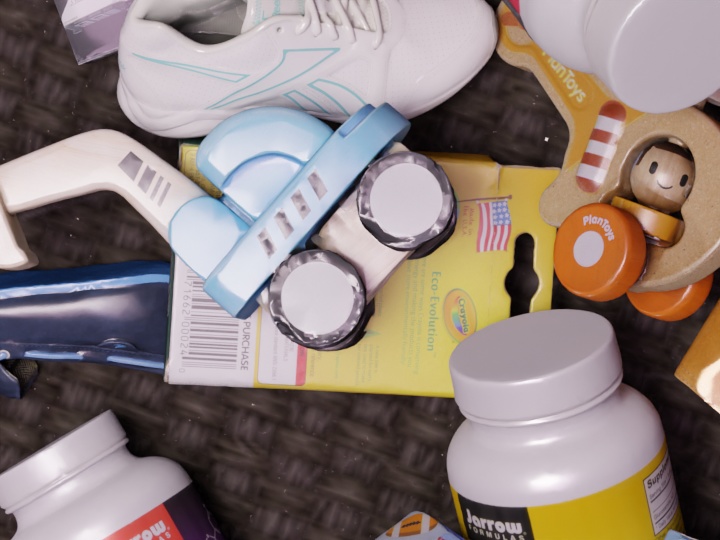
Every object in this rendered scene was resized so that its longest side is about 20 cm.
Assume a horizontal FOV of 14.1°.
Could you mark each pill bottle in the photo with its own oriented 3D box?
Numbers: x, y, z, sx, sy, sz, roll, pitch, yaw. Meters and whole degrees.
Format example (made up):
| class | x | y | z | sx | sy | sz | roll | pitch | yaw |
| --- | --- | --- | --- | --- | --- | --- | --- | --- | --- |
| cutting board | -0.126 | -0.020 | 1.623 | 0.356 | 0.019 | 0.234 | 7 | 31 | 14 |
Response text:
| class | x | y | z | sx | sy | sz | roll | pitch | yaw |
| --- | --- | --- | --- | --- | --- | --- | --- | --- | --- |
| pill bottle | 0.107 | 0.127 | 1.476 | 0.112 | 0.113 | 0.201 | -10 | 111 | 11 |
| pill bottle | 0.111 | -0.165 | 1.412 | 0.111 | 0.111 | 0.200 | -46 | 45 | 12 |
| pill bottle | -0.115 | 0.179 | 1.546 | 0.112 | 0.112 | 0.200 | -30 | 91 | 13 |

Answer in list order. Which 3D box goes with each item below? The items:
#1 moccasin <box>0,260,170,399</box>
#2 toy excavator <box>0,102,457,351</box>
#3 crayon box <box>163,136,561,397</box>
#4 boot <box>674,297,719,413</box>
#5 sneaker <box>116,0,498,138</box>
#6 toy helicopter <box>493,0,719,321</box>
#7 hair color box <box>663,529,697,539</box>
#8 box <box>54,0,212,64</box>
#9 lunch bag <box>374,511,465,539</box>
| class | x | y | z | sx | sy | sz | roll | pitch | yaw |
| --- | --- | --- | --- | --- | --- | --- | --- | --- | --- |
| moccasin | -0.188 | 0.039 | 1.560 | 0.199 | 0.080 | 0.068 | -4 | 101 | 12 |
| toy excavator | -0.076 | -0.034 | 1.446 | 0.200 | 0.100 | 0.195 | 42 | 91 | 5 |
| crayon box | 0.000 | 0.000 | 1.519 | 0.199 | 0.051 | 0.127 | 4 | 97 | -4 |
| boot | 0.207 | -0.001 | 1.480 | 0.201 | 0.071 | 0.144 | 44 | 93 | -5 |
| sneaker | -0.027 | -0.117 | 1.484 | 0.200 | 0.080 | 0.071 | -9 | 57 | -5 |
| toy helicopter | 0.131 | -0.080 | 1.459 | 0.132 | 0.079 | 0.200 | -49 | 53 | 21 |
| hair color box | 0.230 | 0.210 | 1.442 | 0.200 | 0.100 | 0.061 | 38 | 78 | -30 |
| box | -0.107 | -0.228 | 1.525 | 0.157 | 0.050 | 0.201 | -19 | 94 | 12 |
| lunch bag | 0.061 | 0.228 | 1.442 | 0.200 | 0.075 | 0.161 | 43 | 145 | 30 |
